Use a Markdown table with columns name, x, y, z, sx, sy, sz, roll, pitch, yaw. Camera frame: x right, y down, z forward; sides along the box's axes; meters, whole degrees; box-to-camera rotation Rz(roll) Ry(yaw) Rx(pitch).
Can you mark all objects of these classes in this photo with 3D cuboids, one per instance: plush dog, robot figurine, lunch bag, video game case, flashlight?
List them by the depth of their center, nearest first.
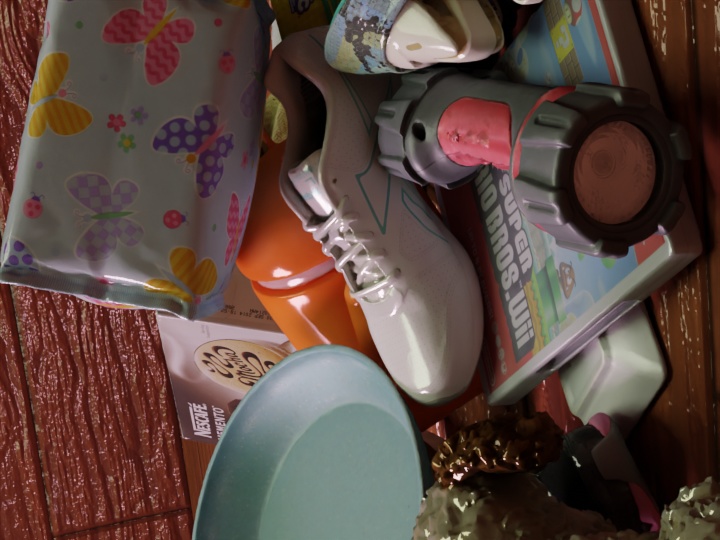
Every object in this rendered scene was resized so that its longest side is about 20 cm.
| name | x | y | z | sx | sy | sz | roll | pitch | yaw |
| --- | --- | --- | --- | --- | --- | --- | --- | --- | --- |
| plush dog | 0.077 | 0.157 | 0.739 | 0.172 | 0.160 | 0.201 | -128 | 28 | -49 |
| flashlight | 0.063 | -0.051 | 0.756 | 0.200 | 0.067 | 0.068 | -161 | 72 | -65 |
| video game case | 0.086 | -0.035 | 0.815 | 0.200 | 0.017 | 0.144 | 130 | 131 | -60 |
| lunch bag | -0.112 | -0.065 | 0.916 | 0.200 | 0.126 | 0.171 | -34 | -46 | -86 |
| robot figurine | 0.001 | 0.000 | 1.013 | 0.200 | 0.116 | 0.144 | 55 | -137 | -25 |

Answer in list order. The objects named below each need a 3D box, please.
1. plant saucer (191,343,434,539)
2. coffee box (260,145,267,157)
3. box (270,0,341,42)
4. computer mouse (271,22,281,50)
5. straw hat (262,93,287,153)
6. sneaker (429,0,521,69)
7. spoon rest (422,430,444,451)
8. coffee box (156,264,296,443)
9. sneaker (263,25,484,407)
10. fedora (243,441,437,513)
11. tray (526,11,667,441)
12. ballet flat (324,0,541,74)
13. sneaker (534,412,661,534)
| name | x | y | z | sx | sy | sz | roll | pitch | yaw |
| --- | --- | --- | --- | --- | --- | --- | --- | --- | --- |
| plant saucer | -0.020 | 0.140 | 0.918 | 0.200 | 0.036 | 0.201 | -24 | 59 | 47 |
| coffee box | -0.095 | -0.057 | 1.256 | 0.080 | 0.200 | 0.114 | -22 | 53 | 35 |
| box | -0.007 | -0.175 | 1.010 | 0.048 | 0.117 | 0.201 | -33 | 61 | 29 |
| computer mouse | -0.053 | -0.202 | 1.355 | 0.110 | 0.044 | 0.201 | 105 | 152 | -61 |
| straw hat | -0.027 | -0.092 | 1.208 | 0.201 | 0.085 | 0.202 | 169 | 90 | -77 |
| sneaker | 0.051 | -0.160 | 0.866 | 0.200 | 0.078 | 0.089 | 83 | 164 | -55 |
| spoon rest | 0.032 | 0.118 | 1.185 | 0.100 | 0.060 | 0.201 | 92 | 164 | -45 |
| coffee box | -0.071 | 0.051 | 1.223 | 0.200 | 0.112 | 0.080 | 92 | -172 | -61 |
| sneaker | 0.000 | -0.026 | 0.872 | 0.070 | 0.080 | 0.201 | -23 | 82 | 41 |
| fedora | 0.012 | 0.156 | 1.057 | 0.082 | 0.199 | 0.201 | -85 | -5 | -52 |
| tray | 0.097 | -0.016 | 0.863 | 0.108 | 0.022 | 0.201 | 102 | 155 | -63 |
| ballet flat | 0.049 | -0.132 | 0.772 | 0.200 | 0.074 | 0.075 | -50 | 47 | 46 |
| sneaker | 0.085 | 0.137 | 0.858 | 0.200 | 0.095 | 0.079 | 102 | 149 | -60 |
